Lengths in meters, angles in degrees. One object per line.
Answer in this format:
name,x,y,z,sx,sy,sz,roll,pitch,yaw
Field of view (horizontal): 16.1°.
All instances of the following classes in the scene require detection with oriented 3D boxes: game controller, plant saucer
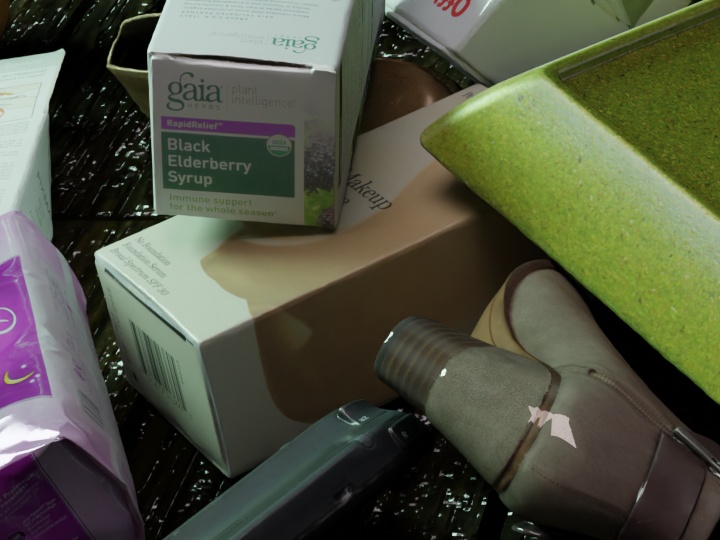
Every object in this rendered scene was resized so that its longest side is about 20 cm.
game controller,-0.060,0.114,0.929,0.200,0.042,0.104,-35,-4,-34
plant saucer,0.162,-0.046,1.047,0.200,0.048,0.200,-24,53,-36

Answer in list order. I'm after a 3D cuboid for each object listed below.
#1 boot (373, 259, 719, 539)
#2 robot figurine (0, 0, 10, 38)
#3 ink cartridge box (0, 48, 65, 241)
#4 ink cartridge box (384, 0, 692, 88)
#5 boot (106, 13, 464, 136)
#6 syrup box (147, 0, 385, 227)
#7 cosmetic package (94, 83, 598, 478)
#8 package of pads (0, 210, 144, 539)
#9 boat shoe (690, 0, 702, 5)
boot,0.095,0.062,0.959,0.146,0.070,0.200,31,18,20
robot figurine,-0.274,-0.153,1.374,0.200,0.144,0.117,3,57,23
ink cartridge box,-0.229,-0.036,1.246,0.161,0.050,0.200,-7,28,7
ink cartridge box,0.107,-0.172,1.204,0.200,0.085,0.145,-50,25,4
boot,-0.040,-0.081,1.205,0.200,0.075,0.074,11,74,38
syrup box,-0.037,-0.104,1.110,0.079,0.082,0.200,4,35,5
cosmetic package,0.000,0.000,1.088,0.200,0.071,0.105,-26,34,-22
package of pads,-0.160,0.064,1.018,0.120,0.076,0.200,-29,31,2
boat shoe,0.185,-0.168,1.297,0.200,0.073,0.062,-33,38,-20
